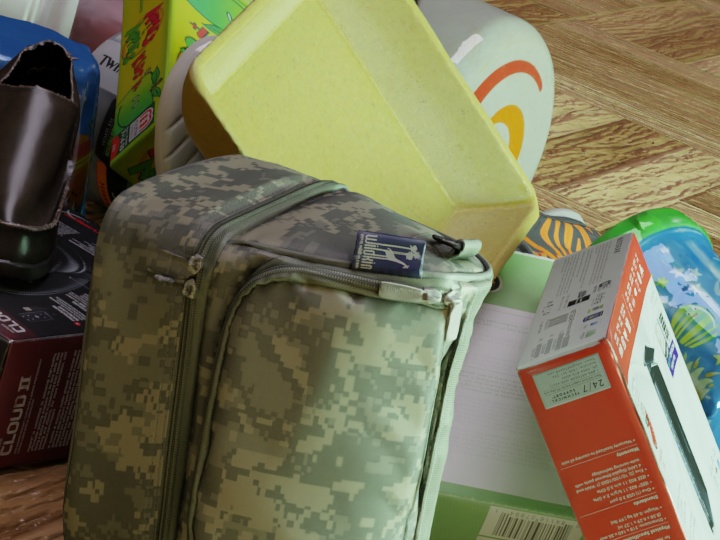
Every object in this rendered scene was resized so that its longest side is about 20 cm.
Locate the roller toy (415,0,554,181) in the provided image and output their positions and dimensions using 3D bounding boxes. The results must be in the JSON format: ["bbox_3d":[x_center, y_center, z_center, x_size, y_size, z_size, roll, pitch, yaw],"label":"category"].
[{"bbox_3d":[0.035,-0.106,1.838,0.139,0.184,0.200,26,19,27],"label":"roller toy"}]

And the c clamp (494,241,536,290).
[{"bbox_3d":[0.000,0.000,1.555,0.199,0.027,0.171,23,43,14],"label":"c clamp"}]

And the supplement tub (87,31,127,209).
[{"bbox_3d":[-0.087,-0.066,1.701,0.199,0.123,0.122,28,20,32],"label":"supplement tub"}]

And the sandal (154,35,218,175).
[{"bbox_3d":[-0.077,-0.036,1.441,0.082,0.204,0.050,-37,42,-29],"label":"sandal"}]

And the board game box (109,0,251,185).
[{"bbox_3d":[-0.090,-0.103,1.564,0.101,0.048,0.201,38,27,-27],"label":"board game box"}]

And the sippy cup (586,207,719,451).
[{"bbox_3d":[0.195,0.053,1.620,0.177,0.140,0.130,-25,50,-28],"label":"sippy cup"}]

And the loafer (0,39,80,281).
[{"bbox_3d":[-0.185,-0.064,1.400,0.072,0.072,0.200,14,28,-11],"label":"loafer"}]

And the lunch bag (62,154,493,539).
[{"bbox_3d":[-0.031,0.058,1.228,0.167,0.201,0.139,18,19,24],"label":"lunch bag"}]

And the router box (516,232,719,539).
[{"bbox_3d":[0.142,0.093,1.361,0.049,0.181,0.200,-20,12,14],"label":"router box"}]

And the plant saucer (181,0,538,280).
[{"bbox_3d":[-0.007,-0.059,1.388,0.201,0.048,0.200,57,37,-14],"label":"plant saucer"}]

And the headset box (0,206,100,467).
[{"bbox_3d":[-0.182,0.032,1.388,0.148,0.078,0.199,29,21,32],"label":"headset box"}]

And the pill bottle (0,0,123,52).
[{"bbox_3d":[-0.167,-0.147,1.885,0.199,0.115,0.114,15,17,-6],"label":"pill bottle"}]

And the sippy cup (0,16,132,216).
[{"bbox_3d":[-0.214,-0.075,1.567,0.177,0.131,0.140,10,18,-20],"label":"sippy cup"}]

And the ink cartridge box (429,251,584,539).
[{"bbox_3d":[0.043,0.062,1.403,0.144,0.048,0.201,12,38,-13],"label":"ink cartridge box"}]

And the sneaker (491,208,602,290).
[{"bbox_3d":[0.142,0.003,1.788,0.112,0.078,0.200,26,19,28],"label":"sneaker"}]
